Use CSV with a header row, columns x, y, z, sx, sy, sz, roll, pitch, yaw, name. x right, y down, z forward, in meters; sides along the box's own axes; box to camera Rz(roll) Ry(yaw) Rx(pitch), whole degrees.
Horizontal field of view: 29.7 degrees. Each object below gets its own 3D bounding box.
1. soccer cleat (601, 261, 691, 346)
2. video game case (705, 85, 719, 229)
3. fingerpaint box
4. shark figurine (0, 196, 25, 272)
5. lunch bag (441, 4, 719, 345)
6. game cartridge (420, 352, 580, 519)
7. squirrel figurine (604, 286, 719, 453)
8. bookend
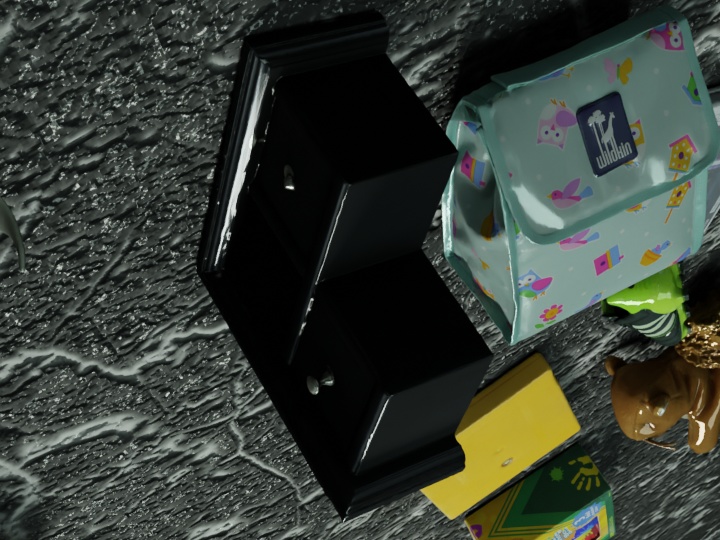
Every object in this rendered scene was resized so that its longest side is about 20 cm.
x,y,z,sx,sy,sz,roll,pitch,yaw,name
0.267,0.029,1.277,0.080,0.068,0.200,-9,163,13,soccer cleat
0.257,-0.073,1.137,0.180,0.023,0.201,-17,148,-29,video game case
0.223,0.313,1.649,0.166,0.074,0.200,-32,152,-5,fingerpaint box
-0.230,-0.060,0.599,0.088,0.130,0.214,-11,173,10,shark figurine
0.146,-0.070,0.919,0.169,0.122,0.201,-24,143,-14,lunch bag
0.133,0.171,1.382,0.175,0.033,0.200,-35,150,1,game cartridge
0.349,0.095,1.420,0.184,0.142,0.202,-5,128,-27,squirrel figurine
0.000,0.000,0.782,0.091,0.201,0.200,-17,149,-29,bookend
